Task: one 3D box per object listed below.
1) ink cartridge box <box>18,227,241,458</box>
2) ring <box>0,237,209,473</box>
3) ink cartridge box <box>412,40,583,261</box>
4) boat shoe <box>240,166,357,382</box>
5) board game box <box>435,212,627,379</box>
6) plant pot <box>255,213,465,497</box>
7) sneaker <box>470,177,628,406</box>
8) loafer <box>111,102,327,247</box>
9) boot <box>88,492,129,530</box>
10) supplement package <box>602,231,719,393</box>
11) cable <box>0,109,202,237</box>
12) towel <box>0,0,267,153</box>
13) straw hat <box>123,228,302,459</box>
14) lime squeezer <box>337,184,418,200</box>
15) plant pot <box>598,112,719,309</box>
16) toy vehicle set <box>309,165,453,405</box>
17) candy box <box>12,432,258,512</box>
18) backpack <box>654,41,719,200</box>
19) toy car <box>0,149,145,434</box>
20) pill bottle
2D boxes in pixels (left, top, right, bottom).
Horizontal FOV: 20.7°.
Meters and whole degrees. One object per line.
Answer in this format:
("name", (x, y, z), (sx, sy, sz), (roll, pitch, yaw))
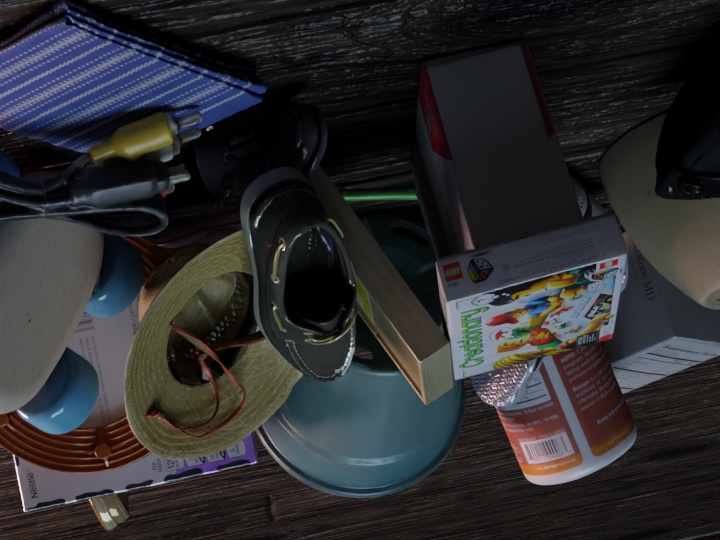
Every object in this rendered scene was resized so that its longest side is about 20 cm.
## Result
("ink cartridge box", (-0.177, 0.054, 1.560), (0.198, 0.148, 0.083), (-11, -177, -3))
("ring", (-0.213, 0.057, 1.504), (0.198, 0.203, 0.019), (-12, -173, -2))
("ink cartridge box", (0.096, -0.055, 1.446), (0.083, 0.147, 0.200), (-14, 161, -5))
("boat shoe", (-0.037, 0.017, 1.397), (0.072, 0.060, 0.203), (-27, 139, -12))
("board game box", (0.120, 0.022, 1.397), (0.125, 0.035, 0.200), (-15, 161, 0))
("plant pot", (0.007, 0.062, 1.686), (0.198, 0.202, 0.197), (-8, 152, -12))
("sneaker", (0.166, 0.024, 1.669), (0.075, 0.202, 0.114), (21, -175, 40))
("loafer", (-0.107, -0.066, 1.409), (0.063, 0.073, 0.199), (12, 153, -42))
("boot", (-0.177, 0.131, 1.751), (0.154, 0.201, 0.073), (-14, 130, 1))
("supplement package", (0.235, 0.049, 1.878), (0.199, 0.118, 0.117), (-27, 157, 35))
("cable", (-0.199, -0.057, 1.317), (0.198, 0.051, 0.098), (-9, 145, -18))
("towel", (-0.173, -0.120, 1.291), (0.144, 0.024, 0.199), (-22, 158, 32))
("straw hat", (-0.118, 0.033, 1.456), (0.200, 0.085, 0.202), (-25, 135, -28))
("lime squeezer", (0.078, -0.056, 1.601), (0.199, 0.038, 0.070), (2, 157, -38))
("plant pot", (0.309, -0.047, 1.625), (0.198, 0.136, 0.201), (-12, 161, -4))
("toy vehicle set", (0.000, 0.000, 1.468), (0.026, 0.201, 0.124), (-34, 164, -7))
("candy box", (-0.197, 0.095, 1.638), (0.198, 0.170, 0.072), (-12, -177, -2))
("backpack", (0.339, -0.114, 1.474), (0.198, 0.155, 0.163), (15, 149, -12))
("toy car", (-0.296, 0.004, 1.421), (0.199, 0.178, 0.184), (10, 162, 35))
("pill bottle", (0.163, 0.080, 1.772), (0.111, 0.202, 0.112), (-22, -171, 4))
